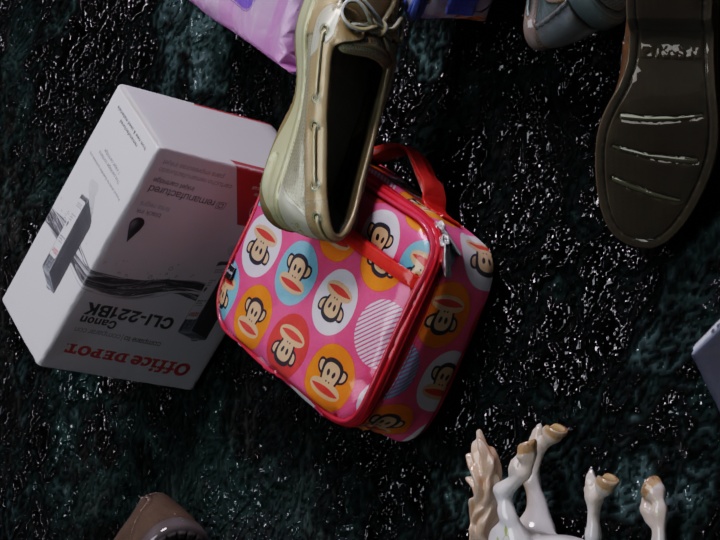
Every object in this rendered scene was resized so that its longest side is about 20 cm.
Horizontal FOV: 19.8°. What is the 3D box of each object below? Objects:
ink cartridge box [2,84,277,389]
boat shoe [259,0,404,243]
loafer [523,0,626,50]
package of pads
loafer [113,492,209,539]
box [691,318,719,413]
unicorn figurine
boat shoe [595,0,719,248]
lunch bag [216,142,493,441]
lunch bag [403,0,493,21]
[{"bbox_3d":[-0.150,-0.019,1.507,0.201,0.144,0.084,-57,44,23],"label":"ink cartridge box"},{"bbox_3d":[-0.007,-0.119,1.326,0.063,0.073,0.202,16,87,47],"label":"boat shoe"},{"bbox_3d":[0.124,-0.221,1.262,0.063,0.072,0.201,-29,43,37],"label":"loafer"},{"bbox_3d":[-0.061,-0.228,1.509,0.200,0.075,0.121,40,110,47],"label":"package of pads"},{"bbox_3d":[-0.177,0.247,1.542,0.200,0.073,0.071,-52,35,21],"label":"loafer"},{"bbox_3d":[0.271,0.094,0.974,0.104,0.147,0.201,-47,49,32],"label":"box"},{"bbox_3d":[0.124,0.176,1.199,0.200,0.073,0.138,-141,59,-62],"label":"unicorn figurine"},{"bbox_3d":[0.184,-0.114,1.198,0.071,0.068,0.202,13,111,17],"label":"boat shoe"},{"bbox_3d":[0.000,0.000,1.381,0.200,0.082,0.177,36,104,47],"label":"lunch bag"},{"bbox_3d":[0.065,-0.247,1.295,0.200,0.075,0.162,107,167,-75],"label":"lunch bag"}]
